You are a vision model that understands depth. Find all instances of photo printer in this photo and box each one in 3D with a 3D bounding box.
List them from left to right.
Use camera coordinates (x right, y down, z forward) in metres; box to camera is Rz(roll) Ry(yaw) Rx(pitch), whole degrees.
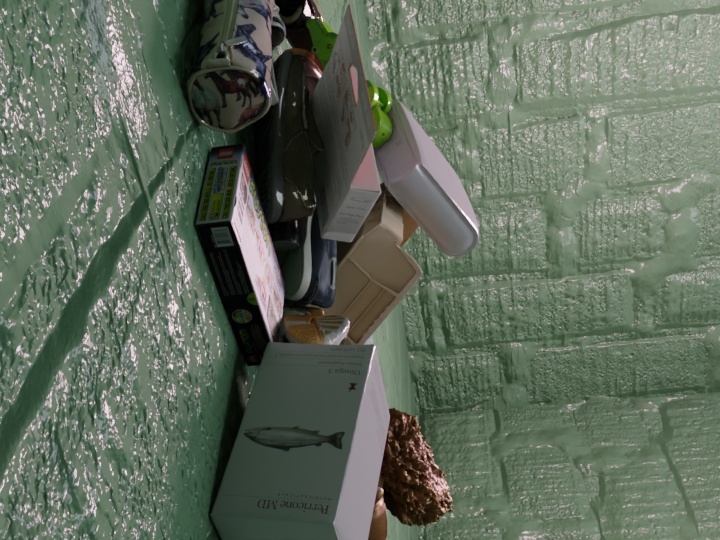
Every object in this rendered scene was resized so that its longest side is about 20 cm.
[{"bbox_3d":[0.092,-0.121,1.216,0.200,0.069,0.168,45,21,-40],"label":"photo printer"}]

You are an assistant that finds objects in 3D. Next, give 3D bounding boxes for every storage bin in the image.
[{"bbox_3d":[0.000,0.000,1.188,0.199,0.093,0.201,-50,-169,20],"label":"storage bin"}]

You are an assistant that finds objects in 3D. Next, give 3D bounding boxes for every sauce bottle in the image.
[{"bbox_3d":[-0.090,-0.126,1.051,0.065,0.063,0.204,63,23,-73],"label":"sauce bottle"}]

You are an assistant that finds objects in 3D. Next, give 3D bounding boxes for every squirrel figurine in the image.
[{"bbox_3d":[0.007,0.228,0.955,0.187,0.196,0.144,-137,-136,-67],"label":"squirrel figurine"}]

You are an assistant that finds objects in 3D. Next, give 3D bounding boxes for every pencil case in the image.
[{"bbox_3d":[-0.118,-0.233,0.826,0.090,0.076,0.203,111,-18,-56],"label":"pencil case"}]

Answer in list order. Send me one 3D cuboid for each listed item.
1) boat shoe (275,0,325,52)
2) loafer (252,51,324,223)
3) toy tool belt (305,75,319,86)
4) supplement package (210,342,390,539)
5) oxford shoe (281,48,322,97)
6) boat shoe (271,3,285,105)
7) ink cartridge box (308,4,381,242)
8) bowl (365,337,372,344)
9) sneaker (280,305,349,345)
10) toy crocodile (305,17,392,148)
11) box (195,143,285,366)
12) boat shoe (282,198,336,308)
[{"bbox_3d":[-0.099,-0.360,1.190,0.201,0.072,0.066,62,26,-50],"label":"boat shoe"},{"bbox_3d":[-0.080,-0.147,0.990,0.075,0.069,0.204,-19,-115,60],"label":"loafer"},{"bbox_3d":[-0.061,-0.159,1.188,0.202,0.124,0.123,60,-2,-10],"label":"toy tool belt"},{"bbox_3d":[-0.048,0.180,0.828,0.202,0.115,0.119,-76,161,-45],"label":"supplement package"},{"bbox_3d":[-0.077,-0.228,1.253,0.201,0.070,0.074,77,15,-54],"label":"oxford shoe"},{"bbox_3d":[-0.113,-0.262,0.946,0.072,0.064,0.203,73,13,-60],"label":"boat shoe"},{"bbox_3d":[-0.011,-0.165,0.997,0.177,0.044,0.203,122,-34,-48],"label":"ink cartridge box"},{"bbox_3d":[-0.026,0.175,1.292,0.201,0.089,0.205,-6,90,-84],"label":"bowl"},{"bbox_3d":[-0.057,0.092,0.983,0.200,0.074,0.089,-166,-101,-79],"label":"sneaker"},{"bbox_3d":[-0.017,-0.254,1.169,0.202,0.061,0.067,58,18,13],"label":"toy crocodile"},{"bbox_3d":[-0.114,-0.011,0.872,0.111,0.034,0.202,-89,171,-45],"label":"box"},{"bbox_3d":[-0.053,-0.049,1.077,0.075,0.061,0.203,-38,-138,43],"label":"boat shoe"}]
